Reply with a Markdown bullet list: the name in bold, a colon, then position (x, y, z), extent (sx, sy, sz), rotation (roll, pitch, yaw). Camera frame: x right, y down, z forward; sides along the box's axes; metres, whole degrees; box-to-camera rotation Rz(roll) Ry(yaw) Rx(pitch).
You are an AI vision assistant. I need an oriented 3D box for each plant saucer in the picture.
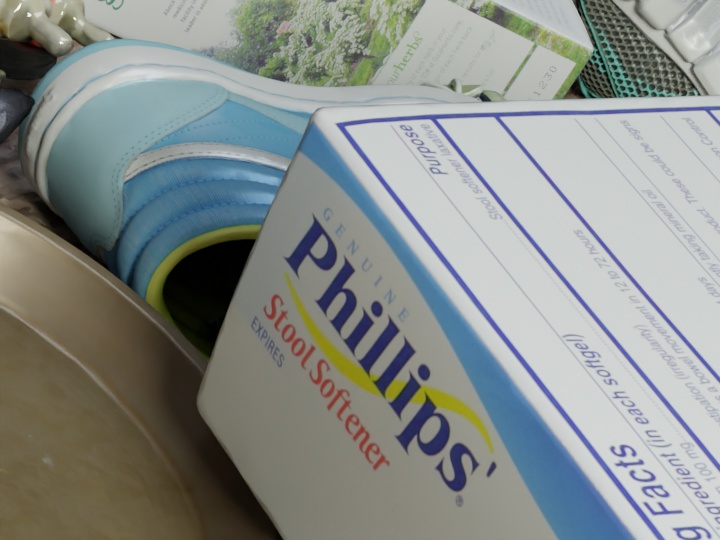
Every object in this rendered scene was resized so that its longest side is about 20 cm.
- **plant saucer**: position (-0.107, 0.036, 0.647), extent (0.199, 0.030, 0.200), rotation (28, 23, -13)

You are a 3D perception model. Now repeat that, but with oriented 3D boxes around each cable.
- **cable**: position (-0.163, -0.122, 0.854), extent (0.200, 0.050, 0.097), rotation (43, 23, 17)

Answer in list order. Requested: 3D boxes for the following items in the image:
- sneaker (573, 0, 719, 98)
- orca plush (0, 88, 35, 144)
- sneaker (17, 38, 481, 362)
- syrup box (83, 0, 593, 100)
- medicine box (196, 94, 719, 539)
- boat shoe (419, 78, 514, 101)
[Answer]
- **sneaker**: position (0.147, -0.088, 1.172), extent (0.078, 0.091, 0.200), rotation (-40, 98, -34)
- **orca plush**: position (-0.182, -0.103, 0.772), extent (0.200, 0.105, 0.071), rotation (36, -12, -5)
- **sneaker**: position (0.000, 0.000, 0.801), extent (0.199, 0.080, 0.131), rotation (6, 32, -31)
- **syrup box**: position (-0.018, -0.110, 0.986), extent (0.199, 0.079, 0.082), rotation (24, 25, -22)
- **medicine box**: position (0.091, 0.048, 0.673), extent (0.199, 0.103, 0.182), rotation (-5, 43, -36)
- **boat shoe**: position (0.030, -0.040, 0.934), extent (0.199, 0.062, 0.072), rotation (8, 34, -44)
